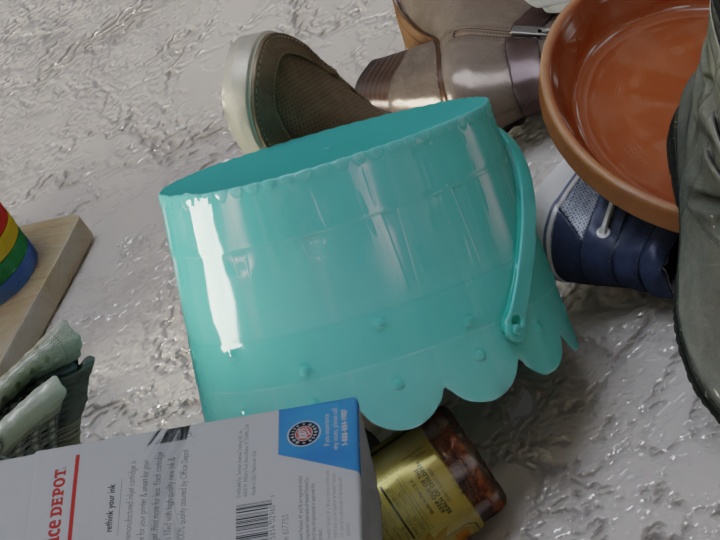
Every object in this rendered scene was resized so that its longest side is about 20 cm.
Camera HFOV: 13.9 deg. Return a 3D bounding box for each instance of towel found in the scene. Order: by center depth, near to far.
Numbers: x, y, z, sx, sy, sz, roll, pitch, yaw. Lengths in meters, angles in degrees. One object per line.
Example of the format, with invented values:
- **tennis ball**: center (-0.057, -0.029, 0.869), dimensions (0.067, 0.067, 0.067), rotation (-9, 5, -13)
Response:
- **towel**: center (-0.212, 0.129, 1.551), dimensions (0.200, 0.034, 0.193), rotation (-46, -11, -21)

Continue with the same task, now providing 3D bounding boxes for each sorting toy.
- **sorting toy**: center (-0.296, 0.034, 1.850), dimensions (0.199, 0.070, 0.199), rotation (-11, 37, 33)

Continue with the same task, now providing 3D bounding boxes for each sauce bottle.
- **sauce bottle**: center (-0.023, 0.146, 1.449), dimensions (0.199, 0.066, 0.066), rotation (-35, 31, 2)

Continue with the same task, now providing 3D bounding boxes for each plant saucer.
- **plant saucer**: center (0.191, -0.087, 1.527), dimensions (0.199, 0.032, 0.201), rotation (2, 47, -2)

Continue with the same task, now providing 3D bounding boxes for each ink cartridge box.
- **ink cartridge box**: center (-0.091, 0.133, 1.360), dimensions (0.198, 0.068, 0.116), rotation (-10, 33, 5)

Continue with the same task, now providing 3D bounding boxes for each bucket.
- **bucket**: center (0.000, 0.000, 1.491), dimensions (0.206, 0.136, 0.207), rotation (-15, 8, 2)

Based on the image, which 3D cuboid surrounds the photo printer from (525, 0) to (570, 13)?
- **photo printer**: center (0.185, -0.242, 1.697), dimensions (0.166, 0.070, 0.201), rotation (-8, 39, 43)

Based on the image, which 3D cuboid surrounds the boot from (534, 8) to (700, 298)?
- **boot**: center (0.173, -0.063, 1.568), dimensions (0.090, 0.073, 0.200), rotation (14, 57, 35)

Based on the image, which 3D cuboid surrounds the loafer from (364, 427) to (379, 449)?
- **loafer**: center (-0.076, 0.128, 1.521), dimensions (0.199, 0.072, 0.063), rotation (-29, 25, 11)

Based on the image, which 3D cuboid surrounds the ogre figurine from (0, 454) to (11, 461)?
- **ogre figurine**: center (-0.179, 0.194, 1.435), dimensions (0.098, 0.119, 0.201), rotation (132, 152, -54)

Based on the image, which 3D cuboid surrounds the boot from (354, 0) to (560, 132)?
- **boot**: center (0.085, -0.147, 1.765), dimensions (0.145, 0.070, 0.201), rotation (-6, 41, 28)

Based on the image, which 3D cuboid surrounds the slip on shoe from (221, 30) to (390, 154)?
- **slip on shoe**: center (-0.009, -0.072, 1.622), dimensions (0.060, 0.200, 0.077), rotation (-1, 63, 28)

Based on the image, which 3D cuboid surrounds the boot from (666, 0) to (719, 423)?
- **boot**: center (0.181, -0.029, 1.378), dimensions (0.067, 0.131, 0.201), rotation (-7, 64, -4)
